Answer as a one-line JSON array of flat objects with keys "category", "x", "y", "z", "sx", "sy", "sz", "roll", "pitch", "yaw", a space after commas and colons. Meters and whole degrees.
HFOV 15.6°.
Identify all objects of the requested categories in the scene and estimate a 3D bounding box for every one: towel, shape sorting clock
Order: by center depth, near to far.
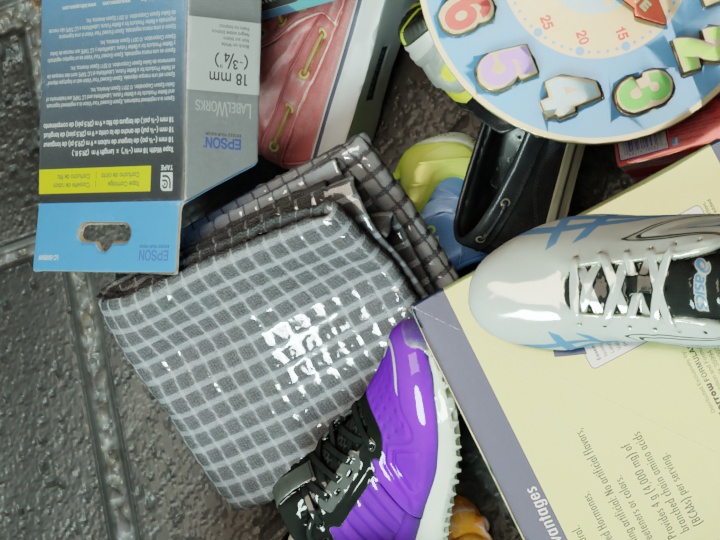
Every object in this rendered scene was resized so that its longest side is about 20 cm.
[{"category": "shape sorting clock", "x": 0.130, "y": -0.170, "z": 1.460, "sx": 0.198, "sy": 0.039, "sz": 0.202, "roll": 0, "pitch": 85, "yaw": 3}, {"category": "towel", "x": -0.037, "y": 0.038, "z": 1.556, "sx": 0.199, "sy": 0.086, "sz": 0.166, "roll": -25, "pitch": 106, "yaw": 28}]

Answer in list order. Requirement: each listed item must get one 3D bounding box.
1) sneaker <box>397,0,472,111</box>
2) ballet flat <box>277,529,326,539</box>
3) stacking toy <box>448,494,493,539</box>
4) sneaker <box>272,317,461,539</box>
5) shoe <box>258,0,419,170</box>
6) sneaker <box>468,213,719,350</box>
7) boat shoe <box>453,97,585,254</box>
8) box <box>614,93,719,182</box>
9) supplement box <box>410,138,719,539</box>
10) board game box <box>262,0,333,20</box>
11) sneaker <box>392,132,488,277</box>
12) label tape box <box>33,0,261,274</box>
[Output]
[{"category": "sneaker", "x": 0.121, "y": -0.173, "z": 1.597, "sx": 0.199, "sy": 0.075, "sz": 0.077, "roll": -33, "pitch": 107, "yaw": 5}, {"category": "ballet flat", "x": -0.048, "y": 0.193, "z": 1.588, "sx": 0.068, "sy": 0.068, "sz": 0.201, "roll": 36, "pitch": 95, "yaw": 23}, {"category": "stacking toy", "x": 0.087, "y": 0.210, "z": 1.517, "sx": 0.110, "sy": 0.116, "sz": 0.201, "roll": -39, "pitch": 56, "yaw": 14}, {"category": "sneaker", "x": 0.001, "y": 0.116, "z": 1.487, "sx": 0.099, "sy": 0.201, "sz": 0.070, "roll": -1, "pitch": 36, "yaw": -8}, {"category": "shoe", "x": -0.021, "y": -0.157, "z": 1.630, "sx": 0.090, "sy": 0.071, "sz": 0.202, "roll": 21, "pitch": 102, "yaw": 17}, {"category": "sneaker", "x": 0.149, "y": 0.005, "z": 1.313, "sx": 0.198, "sy": 0.072, "sz": 0.073, "roll": -2, "pitch": 86, "yaw": 12}, {"category": "boat shoe", "x": 0.096, "y": -0.098, "z": 1.524, "sx": 0.075, "sy": 0.062, "sz": 0.202, "roll": -125, "pitch": 43, "yaw": -64}, {"category": "box", "x": 0.244, "y": -0.119, "z": 1.506, "sx": 0.199, "sy": 0.095, "sz": 0.103, "roll": -15, "pitch": 72, "yaw": 20}, {"category": "supplement box", "x": 0.164, "y": 0.063, "z": 1.410, "sx": 0.199, "sy": 0.134, "sz": 0.201, "roll": -28, "pitch": 81, "yaw": 8}, {"category": "board game box", "x": -0.056, "y": -0.253, "z": 1.643, "sx": 0.150, "sy": 0.047, "sz": 0.201, "roll": -10, "pitch": 61, "yaw": 45}, {"category": "sneaker", "x": 0.000, "y": 0.000, "z": 1.602, "sx": 0.199, "sy": 0.076, "sz": 0.106, "roll": -29, "pitch": 70, "yaw": 15}, {"category": "label tape box", "x": -0.129, "y": -0.098, "z": 1.585, "sx": 0.144, "sy": 0.063, "sz": 0.202, "roll": 1, "pitch": 90, "yaw": 47}]
